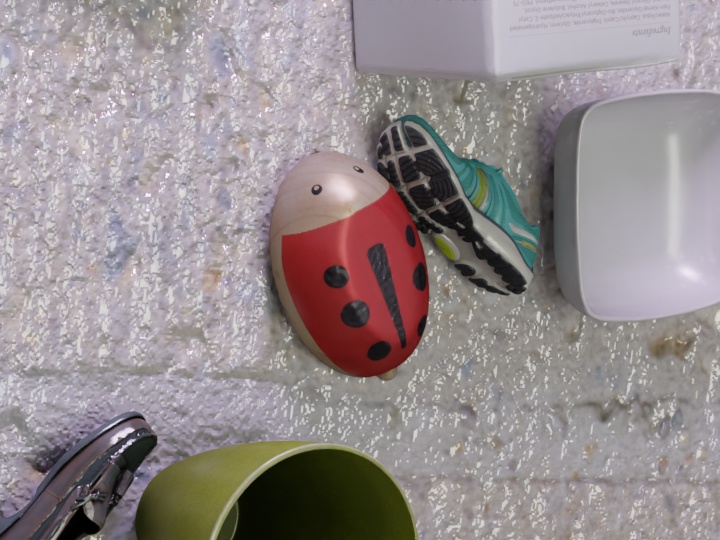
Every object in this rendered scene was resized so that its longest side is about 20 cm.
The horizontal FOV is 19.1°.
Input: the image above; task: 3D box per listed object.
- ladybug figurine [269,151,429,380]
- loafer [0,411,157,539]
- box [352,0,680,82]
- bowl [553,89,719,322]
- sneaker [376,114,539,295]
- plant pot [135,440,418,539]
[{"bbox_3d":[0.000,0.000,1.746,0.135,0.072,0.201,-32,112,-27],"label":"ladybug figurine"},{"bbox_3d":[-0.222,0.193,1.618,0.200,0.063,0.072,-42,152,-17],"label":"loafer"},{"bbox_3d":[0.122,-0.246,1.719,0.199,0.199,0.172,-8,101,-32],"label":"box"},{"bbox_3d":[0.247,-0.060,1.900,0.199,0.075,0.201,-7,99,-32],"label":"bowl"},{"bbox_3d":[0.084,-0.063,1.807,0.200,0.077,0.080,48,51,-33],"label":"sneaker"},{"bbox_3d":[-0.088,0.207,1.637,0.186,0.200,0.188,-5,99,-33],"label":"plant pot"}]
